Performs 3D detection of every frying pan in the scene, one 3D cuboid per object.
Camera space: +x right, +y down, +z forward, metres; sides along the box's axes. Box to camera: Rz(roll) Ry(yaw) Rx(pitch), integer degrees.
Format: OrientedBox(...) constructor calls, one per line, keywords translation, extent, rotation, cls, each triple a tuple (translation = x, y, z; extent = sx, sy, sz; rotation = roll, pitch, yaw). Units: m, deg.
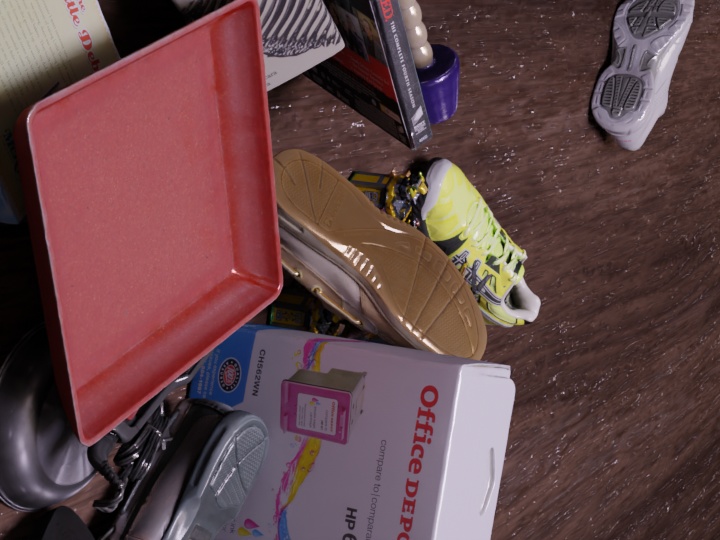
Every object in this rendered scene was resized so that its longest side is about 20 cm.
OrientedBox(translation=(-0.161, 0.051, 0.900), extent=(0.190, 0.031, 0.115), rotation=(-68, 151, -20), cls="frying pan")

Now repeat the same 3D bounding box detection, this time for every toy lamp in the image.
OrientedBox(translation=(0.036, -0.198, 1.163), extent=(0.058, 0.058, 0.200), rotation=(-59, 144, -36), cls="toy lamp")

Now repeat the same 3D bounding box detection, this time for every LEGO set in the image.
OrientedBox(translation=(0.032, 0.023, 1.148), extent=(0.200, 0.116, 0.154), rotation=(-53, 140, -42), cls="LEGO set")

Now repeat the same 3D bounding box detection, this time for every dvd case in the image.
OrientedBox(translation=(-0.020, -0.187, 0.985), extent=(0.022, 0.146, 0.200), rotation=(-32, 130, -16), cls="dvd case")

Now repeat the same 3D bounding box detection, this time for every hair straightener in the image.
OrientedBox(translation=(-0.118, 0.081, 0.924), extent=(0.200, 0.041, 0.077), rotation=(-72, 160, -55), cls="hair straightener")

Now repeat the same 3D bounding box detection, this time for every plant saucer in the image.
OrientedBox(translation=(-0.119, -0.035, 0.866), extent=(0.200, 0.037, 0.200), rotation=(-41, 135, -49), cls="plant saucer")

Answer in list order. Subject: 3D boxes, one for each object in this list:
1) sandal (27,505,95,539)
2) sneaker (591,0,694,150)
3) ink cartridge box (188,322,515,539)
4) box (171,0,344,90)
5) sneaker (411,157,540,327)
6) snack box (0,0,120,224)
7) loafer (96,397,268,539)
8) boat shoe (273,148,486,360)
OrientedBox(translation=(-0.163, 0.189, 0.818), extent=(0.075, 0.045, 0.200), rotation=(61, 16, -22), cls="sandal")
OrientedBox(translation=(0.305, -0.219, 1.652), extent=(0.200, 0.078, 0.099), rotation=(-63, 154, -15), cls="sneaker")
OrientedBox(translation=(-0.013, 0.117, 1.002), extent=(0.085, 0.200, 0.145), rotation=(12, 87, -62), cls="ink cartridge box")
OrientedBox(translation=(-0.086, -0.195, 0.894), extent=(0.200, 0.082, 0.068), rotation=(56, 7, -50), cls="box")
OrientedBox(translation=(0.102, -0.025, 1.309), extent=(0.076, 0.076, 0.200), rotation=(-64, 146, -26), cls="sneaker")
OrientedBox(translation=(-0.190, -0.137, 0.783), extent=(0.116, 0.037, 0.200), rotation=(-55, 142, -38), cls="snack box")
OrientedBox(translation=(-0.131, 0.169, 0.951), extent=(0.200, 0.063, 0.072), rotation=(-58, 147, -19), cls="loafer")
OrientedBox(translation=(0.000, 0.000, 1.049), extent=(0.200, 0.069, 0.074), rotation=(43, 52, -12), cls="boat shoe")
